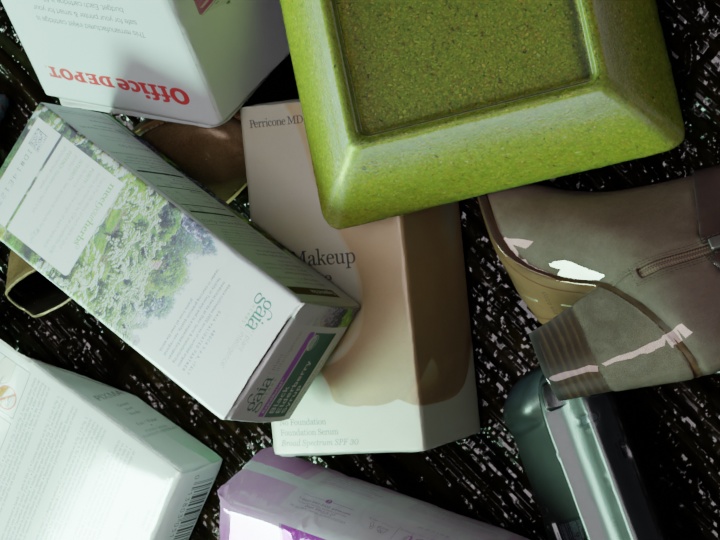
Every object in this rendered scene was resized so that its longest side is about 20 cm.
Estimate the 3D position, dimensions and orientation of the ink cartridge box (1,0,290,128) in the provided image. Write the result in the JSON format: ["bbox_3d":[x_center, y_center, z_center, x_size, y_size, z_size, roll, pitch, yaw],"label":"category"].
[{"bbox_3d":[-0.138,-0.187,1.411,0.144,0.085,0.200,12,137,38],"label":"ink cartridge box"}]

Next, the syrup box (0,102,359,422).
[{"bbox_3d":[-0.107,-0.005,1.395,0.200,0.081,0.079,37,102,20],"label":"syrup box"}]

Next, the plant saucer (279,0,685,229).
[{"bbox_3d":[0.053,-0.142,1.343,0.199,0.048,0.200,-13,79,10],"label":"plant saucer"}]

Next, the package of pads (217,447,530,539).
[{"bbox_3d":[0.011,0.186,1.433,0.200,0.076,0.121,16,120,29],"label":"package of pads"}]

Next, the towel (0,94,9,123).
[{"bbox_3d":[-0.309,-0.027,1.570,0.146,0.022,0.200,6,61,29],"label":"towel"}]

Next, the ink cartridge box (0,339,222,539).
[{"bbox_3d":[-0.197,0.135,1.576,0.200,0.050,0.161,34,112,26],"label":"ink cartridge box"}]

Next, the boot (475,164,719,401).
[{"bbox_3d":[0.147,-0.020,1.342,0.146,0.070,0.200,-27,52,9],"label":"boot"}]

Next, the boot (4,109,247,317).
[{"bbox_3d":[-0.132,-0.031,1.486,0.200,0.076,0.074,-30,117,34],"label":"boot"}]

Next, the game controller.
[{"bbox_3d":[0.133,0.145,1.371,0.104,0.042,0.200,145,107,-72],"label":"game controller"}]

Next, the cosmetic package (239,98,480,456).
[{"bbox_3d":[0.000,0.000,1.429,0.105,0.071,0.201,-5,93,31],"label":"cosmetic package"}]
